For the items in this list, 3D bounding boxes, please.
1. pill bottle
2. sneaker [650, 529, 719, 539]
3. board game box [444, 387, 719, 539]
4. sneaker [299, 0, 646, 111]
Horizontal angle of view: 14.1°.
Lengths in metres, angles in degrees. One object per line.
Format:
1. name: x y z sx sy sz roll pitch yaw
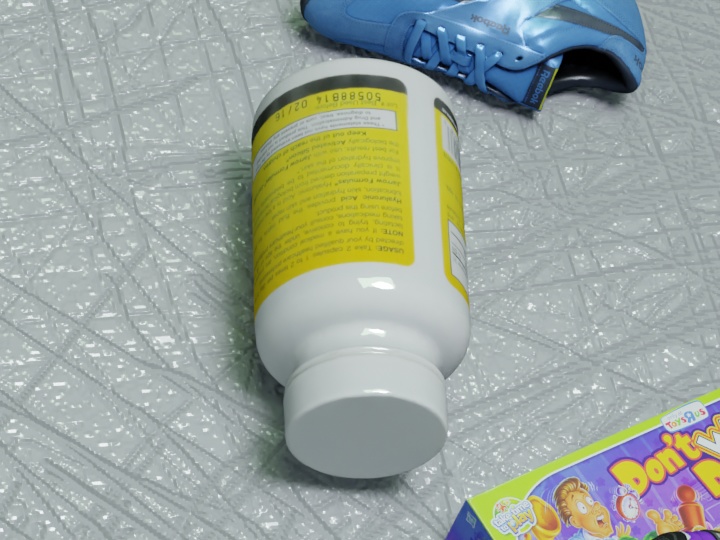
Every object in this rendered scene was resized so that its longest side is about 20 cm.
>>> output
1. pill bottle: 0.000 0.000 1.489 0.111 0.111 0.201 7 54 -12
2. sneaker: 0.150 0.221 1.373 0.099 0.070 0.201 -2 84 -22
3. board game box: 0.162 0.145 1.479 0.200 0.045 0.135 -21 65 -28
4. sneaker: 0.067 -0.133 1.632 0.199 0.066 0.079 2 59 -16
